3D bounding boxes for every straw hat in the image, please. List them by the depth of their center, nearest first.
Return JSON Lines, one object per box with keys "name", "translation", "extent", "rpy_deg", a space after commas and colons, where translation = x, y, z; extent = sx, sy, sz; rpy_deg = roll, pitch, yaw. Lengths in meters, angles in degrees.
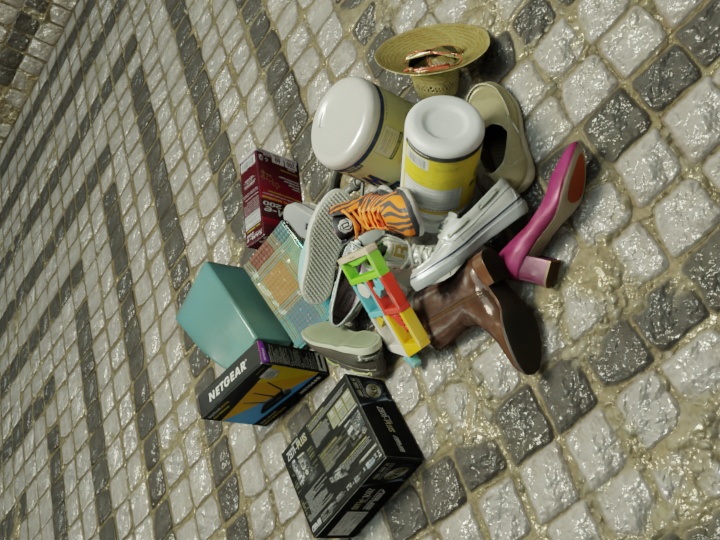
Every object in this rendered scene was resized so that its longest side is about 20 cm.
{"name": "straw hat", "translation": [0.120, -0.320, 1.261], "extent": [0.201, 0.200, 0.086], "rpy_deg": [38, 150, 48]}

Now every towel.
{"name": "towel", "translation": [-0.123, 0.029, 1.421], "extent": [0.147, 0.022, 0.201], "rpy_deg": [-45, 74, 30]}

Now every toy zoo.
{"name": "toy zoo", "translation": [0.041, 0.058, 1.193], "extent": [0.201, 0.020, 0.131], "rpy_deg": [60, 159, -4]}

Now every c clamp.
{"name": "c clamp", "translation": [-0.026, -0.159, 1.383], "extent": [0.200, 0.027, 0.173], "rpy_deg": [164, 118, -68]}

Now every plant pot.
{"name": "plant pot", "translation": [-0.231, 0.105, 1.504], "extent": [0.200, 0.141, 0.142], "rpy_deg": [46, 113, 38]}

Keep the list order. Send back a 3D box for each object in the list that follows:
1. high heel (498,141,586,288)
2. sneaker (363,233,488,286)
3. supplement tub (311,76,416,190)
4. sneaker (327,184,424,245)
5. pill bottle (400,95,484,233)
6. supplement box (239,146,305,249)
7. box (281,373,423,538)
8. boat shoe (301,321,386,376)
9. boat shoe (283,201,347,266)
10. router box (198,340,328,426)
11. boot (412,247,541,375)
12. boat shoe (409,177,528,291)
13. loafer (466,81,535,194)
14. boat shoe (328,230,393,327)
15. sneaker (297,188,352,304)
{"name": "high heel", "translation": [0.240, -0.081, 1.061], "extent": [0.096, 0.067, 0.202], "rpy_deg": [21, 98, 39]}
{"name": "sneaker", "translation": [0.093, -0.014, 1.179], "extent": [0.199, 0.115, 0.074], "rpy_deg": [-9, 70, 46]}
{"name": "supplement tub", "translation": [0.037, -0.206, 1.236], "extent": [0.144, 0.199, 0.146], "rpy_deg": [-19, 64, 44]}
{"name": "sneaker", "translation": [0.019, -0.071, 1.146], "extent": [0.200, 0.111, 0.078], "rpy_deg": [-154, 42, -74]}
{"name": "pill bottle", "translation": [0.115, -0.146, 1.136], "extent": [0.201, 0.111, 0.113], "rpy_deg": [90, 166, -57]}
{"name": "supplement box", "translation": [-0.172, -0.132, 1.526], "extent": [0.061, 0.108, 0.202], "rpy_deg": [-31, 57, 38]}
{"name": "box", "translation": [-0.018, 0.294, 1.230], "extent": [0.201, 0.086, 0.164], "rpy_deg": [-53, 45, 23]}
{"name": "boat shoe", "translation": [-0.031, 0.132, 1.310], "extent": [0.200, 0.071, 0.061], "rpy_deg": [10, 124, 54]}
{"name": "boat shoe", "translation": [-0.049, -0.066, 1.395], "extent": [0.199, 0.065, 0.073], "rpy_deg": [29, 124, 31]}
{"name": "router box", "translation": [-0.175, 0.206, 1.391], "extent": [0.200, 0.148, 0.051], "rpy_deg": [-43, 49, 33]}
{"name": "boot", "translation": [0.154, 0.088, 1.116], "extent": [0.200, 0.064, 0.188], "rpy_deg": [-39, 63, 49]}
{"name": "boat shoe", "translation": [0.140, -0.053, 1.101], "extent": [0.199, 0.074, 0.067], "rpy_deg": [-37, 89, -5]}
{"name": "loafer", "translation": [0.199, -0.206, 1.150], "extent": [0.076, 0.068, 0.201], "rpy_deg": [-38, 53, 33]}
{"name": "boat shoe", "translation": [-0.002, 0.000, 1.298], "extent": [0.065, 0.074, 0.203], "rpy_deg": [-58, -6, -76]}
{"name": "sneaker", "translation": [-0.070, -0.048, 1.327], "extent": [0.082, 0.073, 0.202], "rpy_deg": [45, 118, 63]}
